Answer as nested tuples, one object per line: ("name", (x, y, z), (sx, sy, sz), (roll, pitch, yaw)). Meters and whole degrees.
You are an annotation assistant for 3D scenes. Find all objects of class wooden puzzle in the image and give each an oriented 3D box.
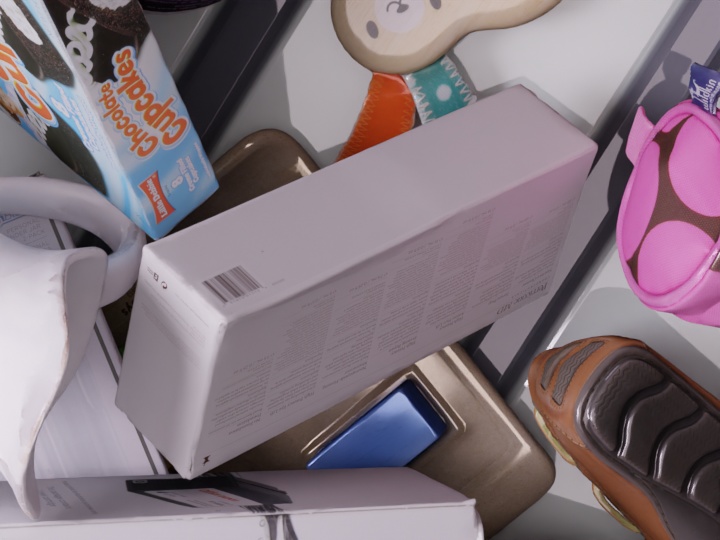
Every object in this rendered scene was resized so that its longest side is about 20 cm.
("wooden puzzle", (-0.045, 0.071, 0.974), (0.185, 0.046, 0.200), (-40, 92, 11))

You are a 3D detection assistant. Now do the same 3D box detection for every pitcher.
("pitcher", (-0.185, -0.005, 0.833), (0.198, 0.172, 0.122), (17, 118, 3))

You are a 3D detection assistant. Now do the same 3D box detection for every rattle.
("rattle", (0.036, -0.124, 0.906), (0.129, 0.143, 0.201), (24, 92, -17))

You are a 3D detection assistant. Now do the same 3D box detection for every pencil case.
("pencil case", (0.200, -0.015, 0.899), (0.198, 0.094, 0.091), (13, 113, -23))

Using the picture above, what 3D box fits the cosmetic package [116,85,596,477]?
("cosmetic package", (0.000, 0.000, 0.885), (0.051, 0.199, 0.083), (40, 136, 29))

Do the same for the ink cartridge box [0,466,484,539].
("ink cartridge box", (-0.061, 0.154, 0.859), (0.198, 0.084, 0.147), (0, 97, -19))

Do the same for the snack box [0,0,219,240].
("snack box", (-0.124, -0.109, 0.822), (0.037, 0.201, 0.116), (-40, 52, -15))

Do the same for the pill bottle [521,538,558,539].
("pill bottle", (0.070, 0.224, 0.946), (0.110, 0.112, 0.202), (17, 111, 3))

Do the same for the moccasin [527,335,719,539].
("moccasin", (0.147, 0.102, 0.952), (0.201, 0.078, 0.074), (35, 82, -18))

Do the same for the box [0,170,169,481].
("box", (-0.144, 0.075, 0.921), (0.116, 0.060, 0.201), (-24, 91, -15))

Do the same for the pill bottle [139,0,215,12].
("pill bottle", (-0.069, -0.159, 0.861), (0.110, 0.200, 0.113), (2, 85, -16))
